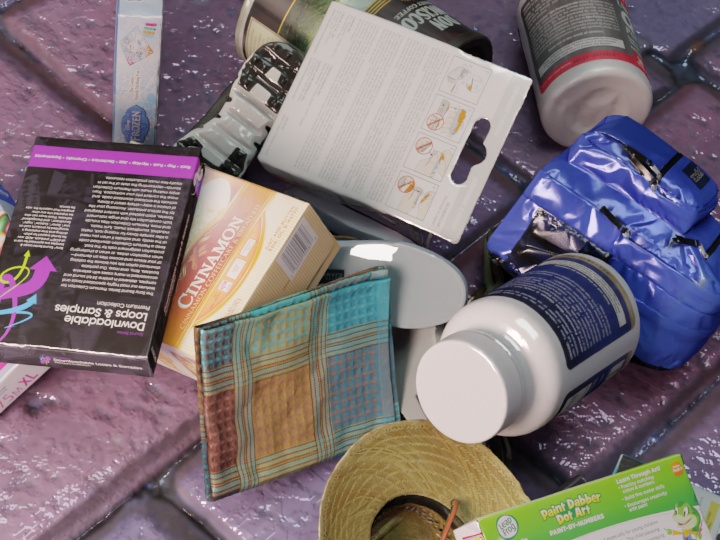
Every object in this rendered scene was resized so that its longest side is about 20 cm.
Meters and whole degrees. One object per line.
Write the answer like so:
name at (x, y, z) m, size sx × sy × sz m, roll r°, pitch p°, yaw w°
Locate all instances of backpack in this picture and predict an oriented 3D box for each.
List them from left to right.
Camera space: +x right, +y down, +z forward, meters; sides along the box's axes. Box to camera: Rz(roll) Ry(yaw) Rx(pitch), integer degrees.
backpack at (0.234, -0.021, 1.610) m, size 0.200 × 0.168 × 0.162 m, roll 40°, pitch 29°, yaw 8°

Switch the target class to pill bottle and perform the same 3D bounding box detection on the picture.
pill bottle at (0.130, 0.064, 1.476) m, size 0.111 × 0.112 × 0.200 m, roll 37°, pitch 33°, yaw 20°
pill bottle at (0.213, -0.225, 1.837) m, size 0.110 × 0.111 × 0.201 m, roll 0°, pitch 51°, yaw -11°

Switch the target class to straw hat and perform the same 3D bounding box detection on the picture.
straw hat at (0.041, 0.221, 1.441) m, size 0.199 × 0.085 × 0.203 m, roll 9°, pitch 68°, yaw -22°

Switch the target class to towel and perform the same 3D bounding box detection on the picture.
towel at (-0.046, 0.089, 1.488) m, size 0.199 × 0.148 × 0.022 m, roll -17°, pitch 20°, yaw -40°

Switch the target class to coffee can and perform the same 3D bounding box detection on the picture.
coffee can at (0.002, -0.206, 1.758) m, size 0.199 × 0.147 × 0.146 m, roll 35°, pitch 53°, yaw 19°

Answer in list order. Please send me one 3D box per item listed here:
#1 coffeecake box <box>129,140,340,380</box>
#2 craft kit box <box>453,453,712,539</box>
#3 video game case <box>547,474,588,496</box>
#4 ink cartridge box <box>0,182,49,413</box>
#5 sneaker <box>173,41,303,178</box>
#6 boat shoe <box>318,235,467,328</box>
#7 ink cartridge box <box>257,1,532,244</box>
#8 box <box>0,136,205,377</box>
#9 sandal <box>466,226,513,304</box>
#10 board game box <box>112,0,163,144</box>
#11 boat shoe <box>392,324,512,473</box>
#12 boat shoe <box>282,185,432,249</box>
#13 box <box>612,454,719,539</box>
coffeecake box at (-0.142, -0.003, 1.537) m, size 0.199 × 0.073 × 0.154 m, roll 20°, pitch 70°, yaw 33°
craft kit box at (0.189, 0.256, 1.397) m, size 0.199 × 0.048 × 0.199 m, roll -12°, pitch 79°, yaw -30°
video game case at (0.148, 0.281, 1.405) m, size 0.199 × 0.025 × 0.181 m, roll -33°, pitch 87°, yaw -32°
ink cartridge box at (-0.314, 0.013, 1.544) m, size 0.119 × 0.042 × 0.200 m, roll -42°, pitch 57°, yaw 11°
sneaker at (-0.122, -0.117, 1.702) m, size 0.066 × 0.090 × 0.200 m, roll 38°, pitch 84°, yaw -2°
boat shoe at (0.000, 0.000, 1.599) m, size 0.198 × 0.072 × 0.091 m, roll 8°, pitch 10°, yaw 12°
ink cartridge box at (0.032, -0.127, 1.633) m, size 0.199 × 0.050 × 0.163 m, roll 24°, pitch 83°, yaw 15°
box at (-0.212, -0.014, 1.482) m, size 0.142 × 0.036 × 0.201 m, roll 5°, pitch 56°, yaw 10°
sandal at (0.124, 0.038, 1.636) m, size 0.080 × 0.057 × 0.202 m, roll 39°, pitch 29°, yaw -16°
board game box at (-0.200, -0.224, 1.701) m, size 0.043 × 0.200 × 0.201 m, roll 3°, pitch 49°, yaw -8°
boat shoe at (0.072, 0.106, 1.567) m, size 0.063 × 0.071 × 0.201 m, roll 23°, pitch 31°, yaw -35°
boat shoe at (0.027, -0.029, 1.669) m, size 0.201 × 0.075 × 0.086 m, roll 30°, pitch 48°, yaw 27°
box at (0.283, 0.229, 1.505) m, size 0.199 × 0.049 × 0.083 m, roll 23°, pitch 50°, yaw 9°
